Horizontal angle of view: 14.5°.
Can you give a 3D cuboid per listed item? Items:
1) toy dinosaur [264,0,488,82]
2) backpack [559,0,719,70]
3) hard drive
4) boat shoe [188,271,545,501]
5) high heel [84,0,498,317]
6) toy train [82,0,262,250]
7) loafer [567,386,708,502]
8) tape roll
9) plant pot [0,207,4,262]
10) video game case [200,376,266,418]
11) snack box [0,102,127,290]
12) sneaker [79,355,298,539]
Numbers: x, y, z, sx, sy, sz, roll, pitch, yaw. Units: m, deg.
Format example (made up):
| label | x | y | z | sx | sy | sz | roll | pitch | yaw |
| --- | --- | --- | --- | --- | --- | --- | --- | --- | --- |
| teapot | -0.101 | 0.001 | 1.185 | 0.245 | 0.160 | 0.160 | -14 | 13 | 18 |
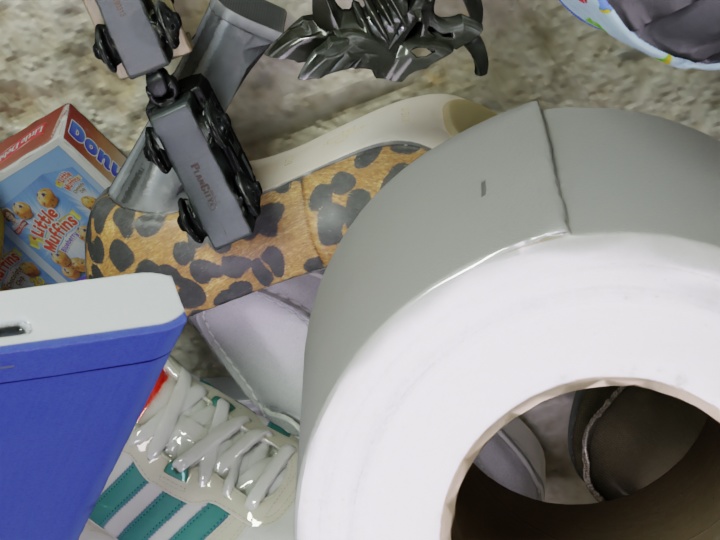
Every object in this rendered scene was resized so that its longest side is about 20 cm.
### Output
| label | x | y | z | sx | sy | sz | roll | pitch | yaw |
| --- | --- | --- | --- | --- | --- | --- | --- | --- | --- |
| toy dinosaur | 0.015 | -0.139 | 0.934 | 0.199 | 0.102 | 0.137 | 21 | 119 | 16 |
| backpack | 0.131 | -0.150 | 0.860 | 0.200 | 0.154 | 0.163 | -43 | 120 | -10 |
| hard drive | -0.149 | 0.073 | 0.986 | 0.131 | 0.025 | 0.200 | -8 | 149 | -27 |
| boat shoe | -0.001 | 0.060 | 1.133 | 0.072 | 0.069 | 0.200 | -26 | 126 | 27 |
| high heel | 0.000 | 0.000 | 1.054 | 0.199 | 0.071 | 0.143 | 29 | 113 | -1 |
| toy train | -0.083 | -0.101 | 0.978 | 0.034 | 0.046 | 0.201 | -22 | 108 | 10 |
| loafer | 0.144 | 0.039 | 1.076 | 0.075 | 0.070 | 0.200 | 27 | 132 | -14 |
| tape roll | 0.078 | 0.060 | 0.953 | 0.201 | 0.139 | 0.204 | 0 | 110 | 0 |
| plant pot | -0.241 | 0.001 | 1.020 | 0.199 | 0.196 | 0.194 | 33 | 125 | -27 |
| video game case | -0.081 | 0.125 | 1.240 | 0.142 | 0.018 | 0.201 | -5 | 133 | 10 |
| snack box | -0.167 | 0.006 | 1.132 | 0.199 | 0.024 | 0.072 | -28 | 122 | 29 |
| sneaker | -0.070 | 0.074 | 1.089 | 0.199 | 0.070 | 0.094 | 15 | 141 | 37 |
